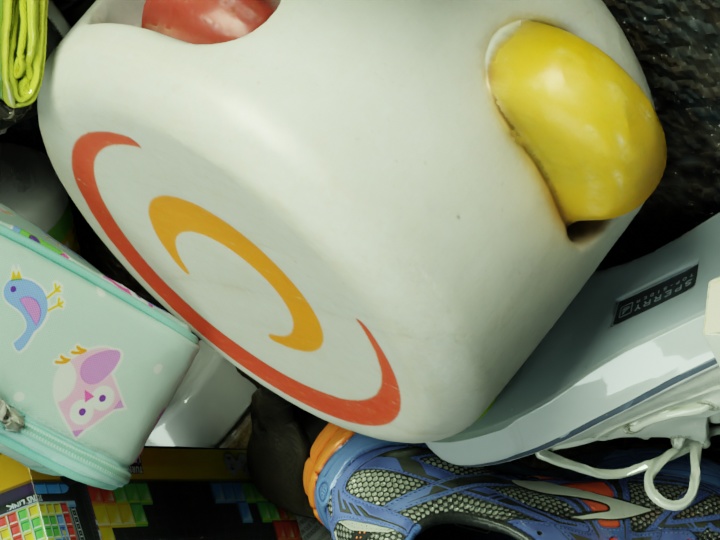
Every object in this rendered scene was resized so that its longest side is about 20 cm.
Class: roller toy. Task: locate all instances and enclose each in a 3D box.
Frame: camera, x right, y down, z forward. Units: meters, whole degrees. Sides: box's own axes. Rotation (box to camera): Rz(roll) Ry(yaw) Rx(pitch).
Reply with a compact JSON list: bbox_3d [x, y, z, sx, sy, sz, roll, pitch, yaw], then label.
[{"bbox_3d":[0.000,-0.049,0.783,0.182,0.140,0.200,38,160,5],"label":"roller toy"}]

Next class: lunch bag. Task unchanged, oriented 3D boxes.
[{"bbox_3d":[-0.151,0.007,0.851,0.160,0.077,0.200,35,176,-30],"label":"lunch bag"}]

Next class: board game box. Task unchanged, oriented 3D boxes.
[{"bbox_3d":[-0.078,0.155,0.950,0.057,0.200,0.166,-24,76,23],"label":"board game box"}]

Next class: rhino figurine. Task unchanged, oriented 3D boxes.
[{"bbox_3d":[0.038,0.072,0.978,0.199,0.060,0.088,7,127,19],"label":"rhino figurine"}]

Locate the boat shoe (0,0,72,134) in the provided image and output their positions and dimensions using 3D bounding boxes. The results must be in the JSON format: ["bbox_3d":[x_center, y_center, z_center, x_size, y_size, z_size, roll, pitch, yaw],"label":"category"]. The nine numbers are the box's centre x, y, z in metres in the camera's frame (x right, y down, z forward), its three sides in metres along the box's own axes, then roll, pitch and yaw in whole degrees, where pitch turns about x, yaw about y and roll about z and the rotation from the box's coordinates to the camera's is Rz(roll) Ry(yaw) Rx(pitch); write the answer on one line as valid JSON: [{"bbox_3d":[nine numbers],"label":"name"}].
[{"bbox_3d":[-0.154,-0.072,0.870,0.067,0.057,0.200,50,163,-17],"label":"boat shoe"}]

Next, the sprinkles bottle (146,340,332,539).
[{"bbox_3d":[-0.024,0.123,1.110,0.200,0.068,0.068,48,148,-16],"label":"sprinkles bottle"}]

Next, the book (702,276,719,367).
[{"bbox_3d":[0.208,0.066,0.772,0.133,0.048,0.200,-13,129,27],"label":"book"}]

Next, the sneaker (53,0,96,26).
[{"bbox_3d":[-0.100,-0.142,0.831,0.114,0.076,0.199,46,152,-17],"label":"sneaker"}]

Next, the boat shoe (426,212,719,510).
[{"bbox_3d":[0.113,0.037,0.837,0.202,0.075,0.086,-29,119,37],"label":"boat shoe"}]

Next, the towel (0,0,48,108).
[{"bbox_3d":[-0.156,-0.117,0.798,0.200,0.018,0.086,26,114,51],"label":"towel"}]

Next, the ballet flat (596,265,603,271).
[{"bbox_3d":[0.000,0.000,0.925,0.199,0.062,0.068,18,143,30],"label":"ballet flat"}]

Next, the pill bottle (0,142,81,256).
[{"bbox_3d":[-0.171,0.053,1.080,0.111,0.111,0.201,13,124,35],"label":"pill bottle"}]

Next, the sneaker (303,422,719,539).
[{"bbox_3d":[0.076,0.111,0.906,0.199,0.079,0.076,8,121,-10],"label":"sneaker"}]
